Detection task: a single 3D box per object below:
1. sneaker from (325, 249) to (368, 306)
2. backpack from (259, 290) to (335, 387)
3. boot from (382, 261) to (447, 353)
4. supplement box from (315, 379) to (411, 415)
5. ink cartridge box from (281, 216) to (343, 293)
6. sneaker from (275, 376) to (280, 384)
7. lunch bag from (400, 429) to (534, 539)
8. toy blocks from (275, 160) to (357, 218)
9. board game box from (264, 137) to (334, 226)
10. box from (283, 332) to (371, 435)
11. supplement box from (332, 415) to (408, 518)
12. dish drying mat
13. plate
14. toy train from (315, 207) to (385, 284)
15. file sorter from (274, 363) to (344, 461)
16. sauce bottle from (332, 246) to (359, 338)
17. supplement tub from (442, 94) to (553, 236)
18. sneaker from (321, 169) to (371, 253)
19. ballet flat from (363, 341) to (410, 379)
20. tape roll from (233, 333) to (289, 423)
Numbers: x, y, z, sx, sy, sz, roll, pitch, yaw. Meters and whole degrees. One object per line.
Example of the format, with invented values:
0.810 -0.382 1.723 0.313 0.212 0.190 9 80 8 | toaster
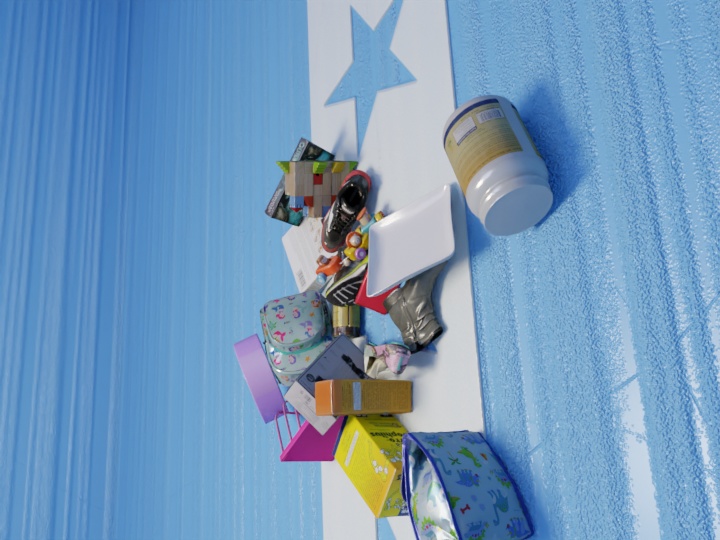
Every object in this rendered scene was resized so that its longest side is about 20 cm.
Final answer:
0.000 0.000 1.593 0.199 0.074 0.082 -40 33 14 | sneaker
-0.139 0.157 1.680 0.152 0.172 0.204 83 173 -58 | backpack
0.130 0.066 1.420 0.201 0.066 0.133 -52 56 38 | boot
0.009 0.248 1.427 0.066 0.196 0.071 -19 71 52 | supplement box
-0.110 -0.063 1.820 0.174 0.043 0.203 -45 46 24 | ink cartridge box
-0.166 0.271 1.790 0.200 0.088 0.080 41 116 52 | sneaker
0.161 0.359 1.197 0.128 0.166 0.204 -47 47 39 | lunch bag
-0.101 -0.185 1.712 0.099 0.196 0.141 17 109 55 | toy blocks
-0.148 -0.212 1.791 0.028 0.134 0.204 31 98 26 | board game box
-0.056 0.229 1.512 0.116 0.200 0.060 41 127 4 | box
0.044 0.371 1.429 0.200 0.106 0.112 41 117 52 | supplement box
0.057 -0.008 1.529 0.018 0.075 0.204 -83 14 -69 | dish drying mat
0.099 -0.053 1.399 0.197 0.032 0.203 -28 37 27 | plate
-0.027 -0.066 1.581 0.149 0.056 0.202 -17 31 50 | toy train
-0.091 0.314 1.623 0.202 0.136 0.127 -55 40 34 | file sorter
-0.031 0.050 1.655 0.064 0.063 0.206 -18 67 54 | sauce bottle
0.229 -0.175 1.227 0.145 0.141 0.204 -49 45 39 | supplement tub
-0.038 -0.127 1.658 0.204 0.069 0.098 -63 5 16 | sneaker
0.044 0.181 1.464 0.073 0.068 0.199 -68 14 -12 | ballet flat
-0.236 0.257 1.744 0.200 0.064 0.205 157 91 -82 | tape roll
